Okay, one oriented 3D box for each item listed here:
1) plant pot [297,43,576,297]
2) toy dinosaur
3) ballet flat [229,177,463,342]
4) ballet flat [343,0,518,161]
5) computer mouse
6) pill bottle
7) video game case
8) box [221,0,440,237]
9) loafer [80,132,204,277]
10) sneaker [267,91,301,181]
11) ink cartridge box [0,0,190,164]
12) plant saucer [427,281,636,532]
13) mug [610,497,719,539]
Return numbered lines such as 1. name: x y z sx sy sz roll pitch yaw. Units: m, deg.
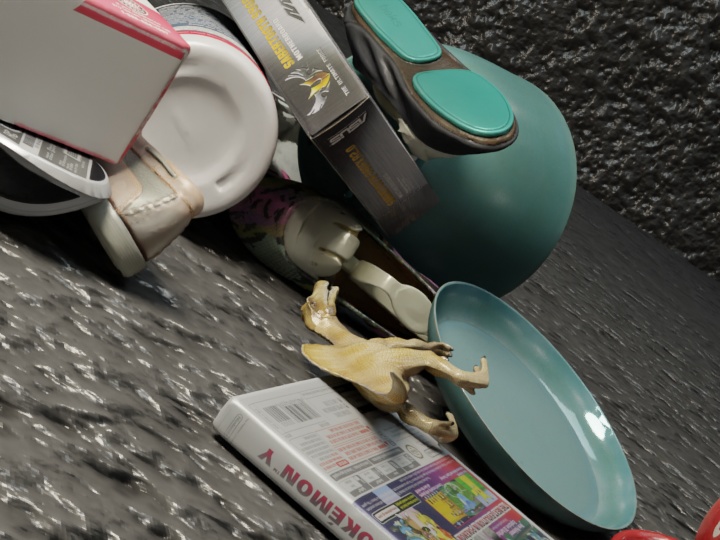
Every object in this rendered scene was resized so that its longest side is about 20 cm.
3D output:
1. plant pot: 0.045 -0.086 1.267 0.201 0.201 0.161 44 10 33
2. toy dinosaur: 0.016 0.062 0.922 0.100 0.059 0.200 17 9 -19
3. ballet flat: 0.000 0.000 1.139 0.199 0.069 0.071 37 -8 -16
4. ballet flat: 0.046 -0.120 1.132 0.073 0.073 0.200 25 20 -44
5. computer mouse: -0.223 -0.075 0.846 0.199 0.044 0.110 30 11 -13
6. pill bottle: -0.121 -0.120 1.133 0.119 0.120 0.200 33 12 -16
7. video game case: 0.028 0.123 0.860 0.182 0.023 0.200 39 10 13
8. box: -0.032 -0.137 1.134 0.201 0.048 0.158 59 4 29
9. loafer: -0.145 -0.069 0.959 0.200 0.063 0.072 54 -7 49
10. sneaker: -0.070 -0.119 1.408 0.200 0.081 0.086 37 -1 -29
11. ink cartridge box: -0.206 -0.159 0.909 0.145 0.085 0.200 22 20 -42
12. plant saucer: 0.110 0.095 1.098 0.200 0.027 0.201 39 24 -22
13. mug: 0.236 0.214 0.955 0.200 0.176 0.135 -39 111 -74
